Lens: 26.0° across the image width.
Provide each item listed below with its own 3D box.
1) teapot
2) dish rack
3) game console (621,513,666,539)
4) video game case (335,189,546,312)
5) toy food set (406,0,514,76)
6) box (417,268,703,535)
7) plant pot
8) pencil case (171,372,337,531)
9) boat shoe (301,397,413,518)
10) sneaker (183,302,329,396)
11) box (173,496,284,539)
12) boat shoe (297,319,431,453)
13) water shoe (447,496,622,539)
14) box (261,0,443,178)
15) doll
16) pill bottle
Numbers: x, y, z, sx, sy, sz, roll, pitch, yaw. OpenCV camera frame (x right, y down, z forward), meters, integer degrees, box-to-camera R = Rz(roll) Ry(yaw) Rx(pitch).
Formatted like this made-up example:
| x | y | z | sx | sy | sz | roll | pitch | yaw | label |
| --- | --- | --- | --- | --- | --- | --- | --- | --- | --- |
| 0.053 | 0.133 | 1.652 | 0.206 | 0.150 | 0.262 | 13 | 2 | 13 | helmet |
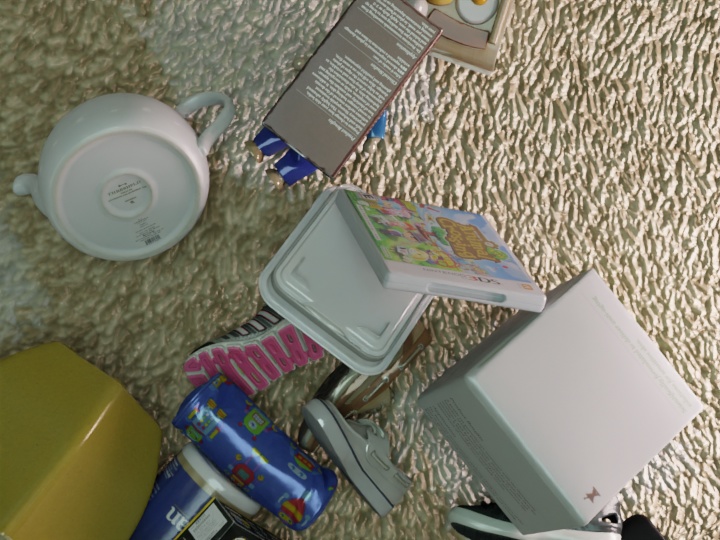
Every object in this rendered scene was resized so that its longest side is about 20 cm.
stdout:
| x | y | z | sx | sy | sz | roll | pitch | yaw | label |
| --- | --- | --- | --- | --- | --- | --- | --- | --- | --- |
| -0.258 | -0.120 | 1.708 | 0.199 | 0.146 | 0.198 | 14 | 119 | -21 | teapot |
| 0.000 | 0.000 | 1.701 | 0.171 | 0.044 | 0.200 | 37 | 52 | -2 | dish rack |
| 0.309 | 0.416 | 1.791 | 0.200 | 0.116 | 0.176 | -39 | 122 | 2 | game console |
| 0.082 | -0.023 | 1.650 | 0.181 | 0.200 | 0.022 | 9 | 114 | -21 | video game case |
| 0.110 | -0.334 | 1.738 | 0.143 | 0.060 | 0.201 | 18 | 93 | -1 | toy food set |
| 0.211 | 0.144 | 1.675 | 0.200 | 0.171 | 0.199 | -39 | 90 | -20 | box |
| -0.329 | 0.198 | 1.671 | 0.194 | 0.196 | 0.200 | 28 | 71 | 34 | plant pot |
| -0.111 | 0.198 | 1.713 | 0.200 | 0.087 | 0.078 | 41 | 136 | -2 | pencil case |
| 0.002 | 0.196 | 1.716 | 0.066 | 0.072 | 0.200 | -41 | 128 | -10 | boat shoe |
| -0.106 | 0.077 | 1.751 | 0.199 | 0.088 | 0.074 | -24 | 116 | 22 | sneaker |
| -0.148 | 0.351 | 1.707 | 0.160 | 0.200 | 0.049 | -48 | 48 | 0 | box |
| 0.006 | 0.130 | 1.750 | 0.072 | 0.076 | 0.200 | 37 | 98 | -11 | boat shoe |
| 0.197 | 0.275 | 1.770 | 0.198 | 0.072 | 0.080 | 10 | 70 | -4 | water shoe |
| -0.008 | -0.207 | 1.686 | 0.100 | 0.075 | 0.200 | 38 | 93 | -2 | box |
| -0.035 | -0.180 | 1.749 | 0.199 | 0.048 | 0.137 | -36 | 93 | 1 | doll |
| -0.213 | 0.299 | 1.735 | 0.111 | 0.111 | 0.200 | 41 | 92 | -2 | pill bottle |
